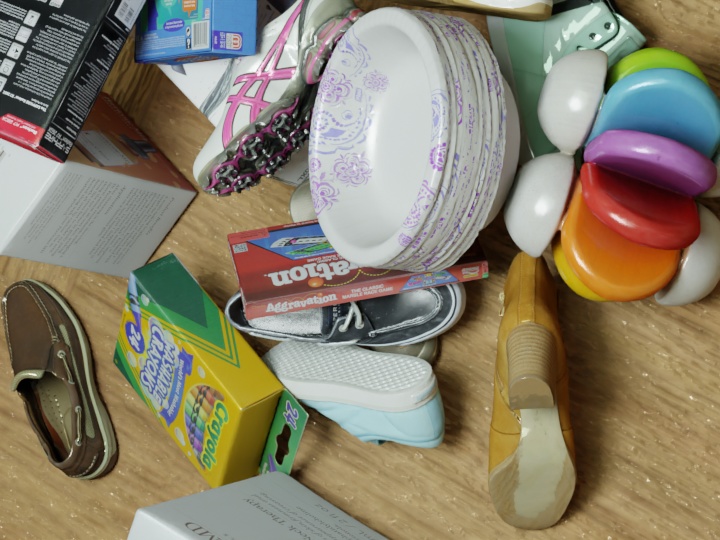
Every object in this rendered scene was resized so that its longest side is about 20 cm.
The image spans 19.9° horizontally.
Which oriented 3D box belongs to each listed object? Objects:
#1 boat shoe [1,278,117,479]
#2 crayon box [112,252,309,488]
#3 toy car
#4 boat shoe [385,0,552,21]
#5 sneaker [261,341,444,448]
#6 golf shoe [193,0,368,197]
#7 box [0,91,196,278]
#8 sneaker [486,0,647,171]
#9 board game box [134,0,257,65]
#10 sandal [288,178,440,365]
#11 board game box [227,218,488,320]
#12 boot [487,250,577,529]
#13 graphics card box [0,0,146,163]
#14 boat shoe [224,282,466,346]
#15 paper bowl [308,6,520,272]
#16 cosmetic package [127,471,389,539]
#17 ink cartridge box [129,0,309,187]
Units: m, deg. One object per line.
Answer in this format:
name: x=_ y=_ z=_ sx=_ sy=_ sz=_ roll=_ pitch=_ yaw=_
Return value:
boat shoe: x=-0.285 y=0.093 z=1.869 sx=0.075 sy=0.075 sz=0.203 roll=-37 pitch=68 yaw=20
crayon box: x=-0.133 y=0.100 z=1.762 sx=0.200 sy=0.051 sz=0.126 roll=48 pitch=143 yaw=25
toy car: x=0.212 y=-0.071 z=1.549 sx=0.173 sy=0.150 sz=0.202 roll=18 pitch=92 yaw=-4
boat shoe: x=0.063 y=-0.248 z=1.647 sx=0.198 sy=0.071 sz=0.070 roll=11 pitch=92 yaw=16
sneaker: x=-0.009 y=0.111 z=1.720 sx=0.199 sy=0.074 sz=0.083 roll=14 pitch=130 yaw=48
golf shoe: x=-0.074 y=-0.151 z=1.694 sx=0.200 sy=0.073 sz=0.092 roll=-49 pitch=60 yaw=3
box: x=-0.270 y=-0.090 z=1.813 sx=0.152 sy=0.199 sz=0.107 roll=46 pitch=106 yaw=25
sneaker: x=0.179 y=-0.142 z=1.646 sx=0.117 sy=0.074 sz=0.202 roll=-20 pitch=75 yaw=23
board game box: x=-0.137 y=-0.276 z=1.706 sx=0.152 sy=0.045 sz=0.202 roll=5 pitch=94 yaw=59
sandal: x=0.000 y=0.000 z=1.736 sx=0.080 sy=0.054 sz=0.201 roll=-37 pitch=69 yaw=21
board game box: x=-0.004 y=-0.012 z=1.670 sx=0.198 sy=0.020 sz=0.103 roll=-10 pitch=36 yaw=-7
boot: x=0.139 y=0.095 z=1.634 sx=0.070 sy=0.202 sz=0.145 roll=2 pitch=44 yaw=6
graphics card box: x=-0.258 y=-0.201 z=1.694 sx=0.125 sy=0.051 sz=0.201 roll=22 pitch=83 yaw=28
boat shoe: x=-0.015 y=0.029 z=1.683 sx=0.198 sy=0.068 sz=0.073 roll=1 pitch=95 yaw=17
paper bowl: x=0.050 y=-0.100 z=1.601 sx=0.200 sy=0.103 sz=0.203 roll=-15 pitch=72 yaw=58
cosmetic package: x=-0.083 y=0.284 z=1.649 sx=0.167 sy=0.199 sz=0.168 roll=28 pitch=108 yaw=27
ink cartridge box: x=-0.084 y=-0.193 z=1.789 sx=0.200 sy=0.084 sz=0.145 roll=46 pitch=105 yaw=25
